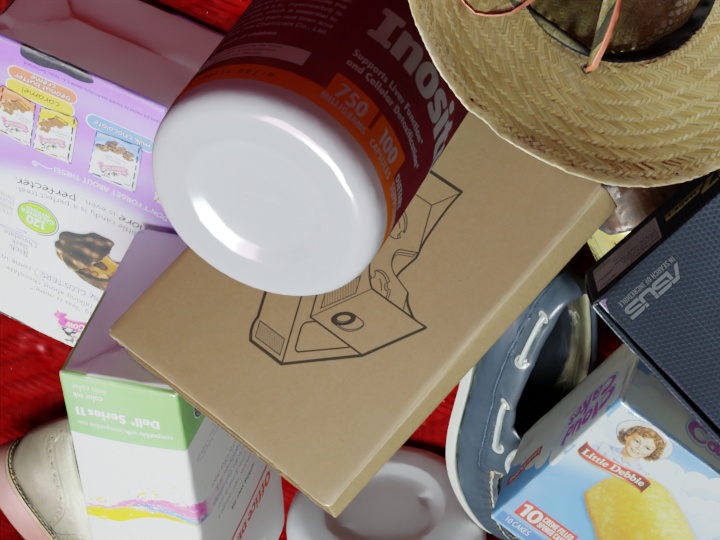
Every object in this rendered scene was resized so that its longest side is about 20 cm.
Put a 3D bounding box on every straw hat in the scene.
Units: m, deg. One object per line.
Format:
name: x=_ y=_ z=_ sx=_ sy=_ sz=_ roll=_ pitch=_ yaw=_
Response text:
straw hat: x=0.109 y=-0.138 z=1.322 sx=0.201 sy=0.201 sz=0.085 roll=45 pitch=176 yaw=-13

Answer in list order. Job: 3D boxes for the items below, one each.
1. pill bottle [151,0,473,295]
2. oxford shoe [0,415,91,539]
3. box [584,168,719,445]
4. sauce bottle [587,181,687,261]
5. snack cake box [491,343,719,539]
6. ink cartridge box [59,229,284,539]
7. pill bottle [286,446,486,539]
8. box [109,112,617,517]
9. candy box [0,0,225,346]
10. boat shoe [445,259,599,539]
pill bottle: x=-0.006 y=-0.090 z=1.351 sx=0.113 sy=0.200 sz=0.113 roll=16 pitch=134 yaw=17
oxford shoe: x=-0.133 y=0.168 z=1.755 sx=0.074 sy=0.071 sz=0.200 roll=-32 pitch=112 yaw=34
box: x=0.226 y=-0.001 z=1.339 sx=0.200 sy=0.051 sz=0.158 roll=-41 pitch=105 yaw=12
sauce bottle: x=0.135 y=-0.034 z=1.423 sx=0.066 sy=0.066 sz=0.200 roll=-8 pitch=121 yaw=35
snack cake box: x=0.181 y=0.128 z=1.447 sx=0.200 sy=0.067 sz=0.115 roll=36 pitch=134 yaw=-9
ink cartridge box: x=-0.094 y=0.094 z=1.525 sx=0.067 sy=0.117 sz=0.200 roll=8 pitch=132 yaw=16
pill bottle: x=0.020 y=0.204 z=1.667 sx=0.111 sy=0.111 sz=0.200 roll=13 pitch=134 yaw=20
box: x=0.000 y=0.000 z=1.397 sx=0.163 sy=0.200 sz=0.021 roll=35 pitch=167 yaw=37
candy box: x=-0.120 y=-0.041 z=1.554 sx=0.167 sy=0.072 sz=0.200 roll=24 pitch=136 yaw=7
boat shoe: x=0.093 y=0.071 z=1.530 sx=0.062 sy=0.075 sz=0.200 roll=40 pitch=138 yaw=38
